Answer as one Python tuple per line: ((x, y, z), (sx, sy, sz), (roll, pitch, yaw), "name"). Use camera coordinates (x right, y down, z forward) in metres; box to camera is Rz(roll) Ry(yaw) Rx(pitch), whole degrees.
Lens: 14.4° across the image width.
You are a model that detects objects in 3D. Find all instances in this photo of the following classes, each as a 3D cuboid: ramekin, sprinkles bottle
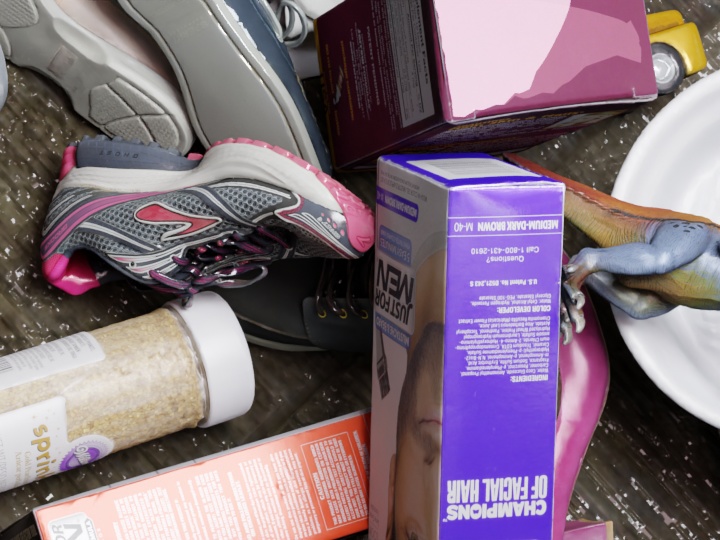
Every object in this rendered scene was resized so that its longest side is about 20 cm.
((0.233, -0.006, 1.495), (0.199, 0.098, 0.202), (-2, 82, 14), "ramekin")
((-0.155, 0.069, 1.448), (0.199, 0.068, 0.069), (-17, 83, -21), "sprinkles bottle")

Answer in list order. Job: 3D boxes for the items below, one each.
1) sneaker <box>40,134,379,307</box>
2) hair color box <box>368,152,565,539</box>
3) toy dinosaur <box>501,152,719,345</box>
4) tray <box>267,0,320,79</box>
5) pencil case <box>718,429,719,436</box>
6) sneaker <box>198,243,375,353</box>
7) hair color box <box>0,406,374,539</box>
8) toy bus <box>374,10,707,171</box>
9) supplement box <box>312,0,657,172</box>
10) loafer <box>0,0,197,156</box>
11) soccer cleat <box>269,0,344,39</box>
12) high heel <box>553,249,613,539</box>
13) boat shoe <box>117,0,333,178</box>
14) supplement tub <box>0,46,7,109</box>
((-0.076, -0.018, 1.447), (0.081, 0.199, 0.075), (40, 60, -46), "sneaker")
((0.048, 0.050, 1.360), (0.064, 0.109, 0.202), (-3, 100, -17), "hair color box")
((0.185, -0.009, 1.416), (0.180, 0.105, 0.201), (-14, 69, -7), "toy dinosaur")
((0.022, -0.174, 1.595), (0.199, 0.022, 0.108), (-13, 80, -21), "tray")
((0.235, 0.051, 1.578), (0.089, 0.078, 0.201), (-15, 80, 12), "pencil case")
((0.000, 0.000, 1.478), (0.199, 0.106, 0.075), (10, 74, 4), "sneaker")
((-0.076, 0.127, 1.443), (0.199, 0.101, 0.062), (-15, 83, -20), "hair color box")
((0.088, -0.109, 1.572), (0.199, 0.065, 0.079), (-19, 88, -19), "toy bus")
((0.058, -0.107, 1.421), (0.110, 0.200, 0.086), (-7, 87, -17), "supplement box")
((-0.159, -0.141, 1.507), (0.200, 0.072, 0.063), (41, 50, -12), "loafer")
((-0.003, -0.160, 1.541), (0.199, 0.070, 0.087), (12, 83, -11), "soccer cleat")
((0.080, 0.083, 1.527), (0.095, 0.067, 0.202), (-3, 91, -30), "high heel")
((-0.069, -0.120, 1.475), (0.200, 0.075, 0.062), (54, 44, -14), "boat shoe")
((-0.283, -0.074, 1.411), (0.200, 0.123, 0.123), (-41, 92, -22), "supplement tub")
